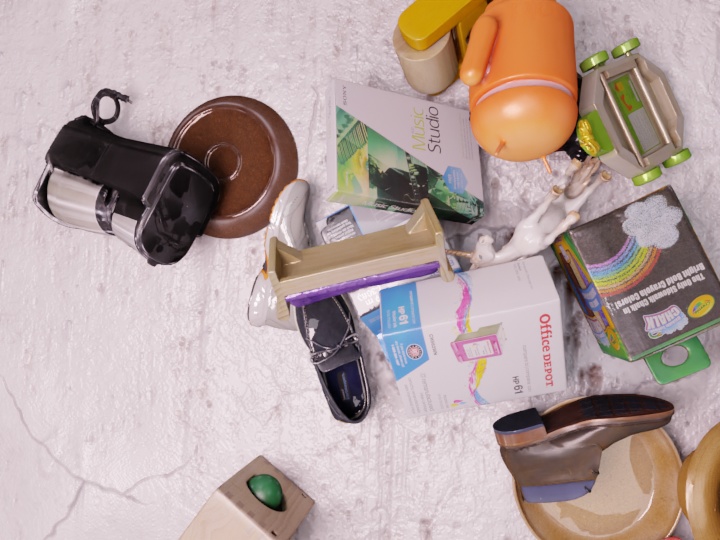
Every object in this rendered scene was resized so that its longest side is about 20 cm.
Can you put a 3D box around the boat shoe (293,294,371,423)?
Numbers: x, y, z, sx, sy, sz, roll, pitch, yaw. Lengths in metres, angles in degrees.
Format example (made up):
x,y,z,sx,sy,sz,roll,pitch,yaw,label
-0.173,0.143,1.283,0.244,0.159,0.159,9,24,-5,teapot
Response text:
x,y,z,sx,sy,sz,roll,pitch,yaw,label
-0.031,0.101,0.764,0.074,0.062,0.203,-17,97,-14,boat shoe

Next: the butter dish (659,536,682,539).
x,y,z,sx,sy,sz,roll,pitch,yaw,label
0.320,0.435,0.658,0.198,0.148,0.201,-27,98,7,butter dish

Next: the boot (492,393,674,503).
x,y,z,sx,sy,sz,roll,pitch,yaw,label
0.261,0.205,0.701,0.197,0.075,0.098,-13,97,16,boot

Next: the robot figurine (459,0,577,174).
x,y,z,sx,sy,sz,roll,pitch,yaw,label
0.173,-0.206,0.657,0.115,0.144,0.203,-2,74,17,robot figurine

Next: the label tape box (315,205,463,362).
x,y,z,sx,sy,sz,roll,pitch,yaw,label
0.050,-0.003,0.776,0.142,0.066,0.202,-26,82,7,label tape box

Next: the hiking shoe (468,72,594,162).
x,y,z,sx,sy,sz,roll,pitch,yaw,label
0.232,-0.197,0.754,0.197,0.076,0.102,9,80,-4,hiking shoe

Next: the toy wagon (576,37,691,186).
x,y,z,sx,sy,sz,roll,pitch,yaw,label
0.301,-0.175,0.698,0.199,0.039,0.157,-27,92,-31,toy wagon

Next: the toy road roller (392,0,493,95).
x,y,z,sx,sy,sz,roll,pitch,yaw,label
0.106,-0.338,0.758,0.200,0.123,0.146,-41,69,3,toy road roller

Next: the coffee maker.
x,y,z,sx,sy,sz,roll,pitch,yaw,label
-0.291,-0.124,0.775,0.198,0.134,0.195,18,103,25,coffee maker

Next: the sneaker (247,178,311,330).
x,y,z,sx,sy,sz,roll,pitch,yaw,label
-0.082,-0.016,0.802,0.091,0.076,0.203,14,97,1,sneaker

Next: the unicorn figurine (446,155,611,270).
x,y,z,sx,sy,sz,roll,pitch,yaw,label
0.208,-0.058,0.711,0.198,0.138,0.074,-21,71,-28,unicorn figurine

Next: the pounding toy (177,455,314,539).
x,y,z,sx,sy,sz,roll,pitch,yaw,label
-0.129,0.332,0.730,0.142,0.184,0.201,37,93,9,pounding toy

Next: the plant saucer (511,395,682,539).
x,y,z,sx,sy,sz,roll,pitch,yaw,label
0.284,0.252,0.741,0.197,0.035,0.203,0,87,9,plant saucer

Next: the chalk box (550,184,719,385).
x,y,z,sx,sy,sz,roll,pitch,yaw,label
0.325,0.026,0.701,0.124,0.124,0.202,-24,85,7,chalk box

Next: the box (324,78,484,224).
x,y,z,sx,sy,sz,roll,pitch,yaw,label
0.054,-0.140,0.729,0.197,0.036,0.146,5,71,-22,box

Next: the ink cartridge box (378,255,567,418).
x,y,z,sx,sy,sz,roll,pitch,yaw,label
0.134,0.081,0.716,0.197,0.085,0.146,-13,125,8,ink cartridge box

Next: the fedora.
x,y,z,sx,sy,sz,roll,pitch,yaw,label
0.423,0.258,0.681,0.198,0.082,0.204,2,83,-15,fedora

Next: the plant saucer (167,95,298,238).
x,y,z,sx,sy,sz,roll,pitch,yaw,label
-0.185,-0.145,0.838,0.197,0.034,0.203,0,88,9,plant saucer

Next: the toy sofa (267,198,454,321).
x,y,z,sx,sy,sz,roll,pitch,yaw,label
0.000,0.000,0.682,0.197,0.083,0.099,-13,121,1,toy sofa
